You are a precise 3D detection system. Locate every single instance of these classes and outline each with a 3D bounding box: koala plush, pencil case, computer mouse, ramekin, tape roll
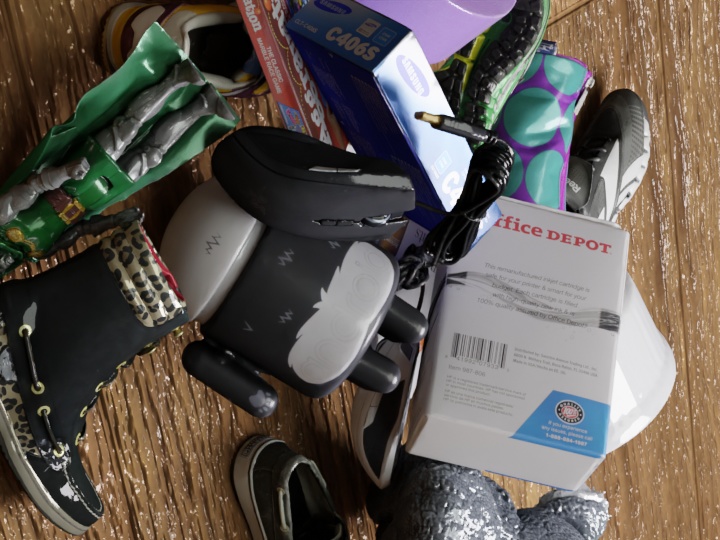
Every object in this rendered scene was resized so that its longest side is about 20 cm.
[{"bbox_3d":[0.110,0.236,1.500,0.198,0.184,0.179,18,58,-10],"label":"koala plush"},{"bbox_3d":[0.147,-0.090,1.577,0.085,0.091,0.203,22,74,-73],"label":"pencil case"},{"bbox_3d":[0.004,-0.060,1.233,0.198,0.141,0.046,18,49,-16],"label":"computer mouse"},{"bbox_3d":[0.164,0.072,1.595,0.200,0.199,0.098,-45,124,-31],"label":"ramekin"},{"bbox_3d":[0.027,-0.252,1.334,0.199,0.065,0.202,35,37,-31],"label":"tape roll"},{"bbox_3d":[0.021,0.076,1.452,0.110,0.043,0.202,-63,164,-75],"label":"computer mouse"}]

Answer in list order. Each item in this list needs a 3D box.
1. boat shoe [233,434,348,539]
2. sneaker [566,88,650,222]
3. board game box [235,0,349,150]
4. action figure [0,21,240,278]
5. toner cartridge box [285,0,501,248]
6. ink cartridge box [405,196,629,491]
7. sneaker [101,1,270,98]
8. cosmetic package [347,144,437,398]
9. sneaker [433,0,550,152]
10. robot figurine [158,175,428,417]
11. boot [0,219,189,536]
[{"bbox_3d":[-0.044,0.222,1.490,0.071,0.063,0.201,-46,133,-30],"label":"boat shoe"},{"bbox_3d":[0.208,-0.080,1.695,0.090,0.066,0.202,27,82,-52],"label":"sneaker"},{"bbox_3d":[-0.051,-0.164,1.279,0.103,0.019,0.202,-71,145,-57],"label":"board game box"},{"bbox_3d":[-0.177,-0.061,1.212,0.199,0.055,0.118,-39,138,3],"label":"action figure"},{"bbox_3d":[0.026,-0.103,1.292,0.043,0.095,0.201,-47,139,-14],"label":"toner cartridge box"},{"bbox_3d":[0.125,0.054,1.447,0.084,0.143,0.202,112,-9,-62],"label":"ink cartridge box"},{"bbox_3d":[-0.085,-0.154,1.309,0.199,0.090,0.076,-12,110,-47],"label":"sneaker"},{"bbox_3d":[0.000,0.000,1.488,0.199,0.051,0.152,31,80,-49],"label":"cosmetic package"},{"bbox_3d":[0.097,-0.150,1.500,0.201,0.078,0.085,-54,167,22],"label":"sneaker"},{"bbox_3d":[-0.051,0.013,1.333,0.199,0.125,0.151,31,44,-10],"label":"robot figurine"},{"bbox_3d":[-0.176,0.074,1.236,0.153,0.074,0.205,-27,123,-4],"label":"boot"}]
